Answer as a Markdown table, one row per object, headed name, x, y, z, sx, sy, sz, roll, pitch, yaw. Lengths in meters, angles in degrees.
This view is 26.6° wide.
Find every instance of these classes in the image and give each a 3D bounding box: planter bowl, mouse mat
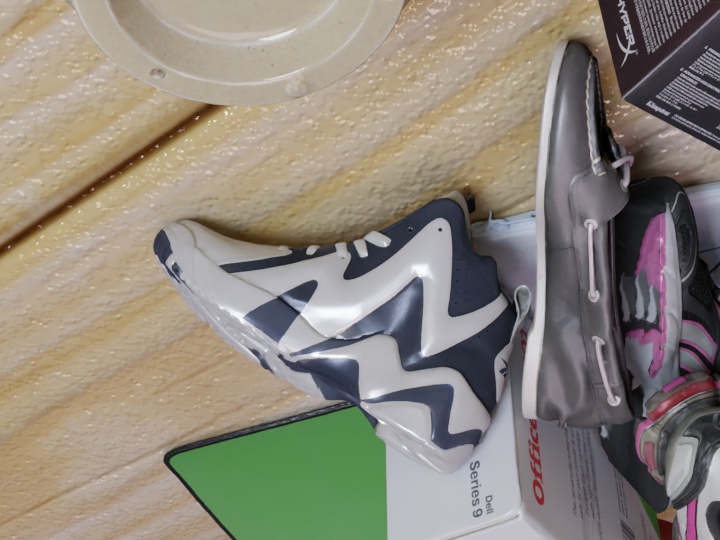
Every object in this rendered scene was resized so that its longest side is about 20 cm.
| name | x | y | z | sx | sy | sz | roll | pitch | yaw |
| --- | --- | --- | --- | --- | --- | --- | --- | --- | --- |
| planter bowl | -0.046 | -0.148 | 0.559 | 0.198 | 0.136 | 0.201 | -2 | 141 | -2 |
| mouse mat | -0.023 | 0.153 | 1.025 | 0.159 | 0.008 | 0.200 | -16 | 140 | 13 |

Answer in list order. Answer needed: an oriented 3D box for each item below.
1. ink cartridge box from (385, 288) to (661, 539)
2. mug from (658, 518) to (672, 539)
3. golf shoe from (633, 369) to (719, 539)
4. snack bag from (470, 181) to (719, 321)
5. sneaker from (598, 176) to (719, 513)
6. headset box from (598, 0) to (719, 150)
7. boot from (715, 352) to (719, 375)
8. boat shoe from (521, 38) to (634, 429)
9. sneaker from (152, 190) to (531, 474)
| name | x | y | z | sx | sy | sz | roll | pitch | yaw |
| --- | --- | --- | --- | --- | --- | --- | --- | --- | --- |
| ink cartridge box | 0.097 | 0.127 | 0.868 | 0.083 | 0.147 | 0.200 | -22 | 137 | 24 |
| mug | 0.159 | 0.218 | 1.054 | 0.177 | 0.133 | 0.201 | -40 | 138 | -18 |
| golf shoe | 0.204 | 0.145 | 0.800 | 0.072 | 0.092 | 0.200 | -32 | 130 | 4 |
| snack bag | 0.168 | 0.022 | 0.875 | 0.186 | 0.022 | 0.201 | -10 | 140 | 7 |
| sneaker | 0.171 | 0.030 | 0.827 | 0.086 | 0.080 | 0.201 | -27 | 131 | -20 |
| headset box | 0.224 | -0.131 | 0.652 | 0.148 | 0.078 | 0.200 | 21 | 133 | -29 |
| boot | 0.263 | -0.013 | 0.746 | 0.078 | 0.138 | 0.200 | 47 | 153 | 4 |
| boat shoe | 0.114 | -0.014 | 0.749 | 0.056 | 0.067 | 0.202 | 6 | 115 | 13 |
| sneaker | 0.000 | 0.000 | 0.794 | 0.198 | 0.130 | 0.080 | 30 | 164 | 19 |
